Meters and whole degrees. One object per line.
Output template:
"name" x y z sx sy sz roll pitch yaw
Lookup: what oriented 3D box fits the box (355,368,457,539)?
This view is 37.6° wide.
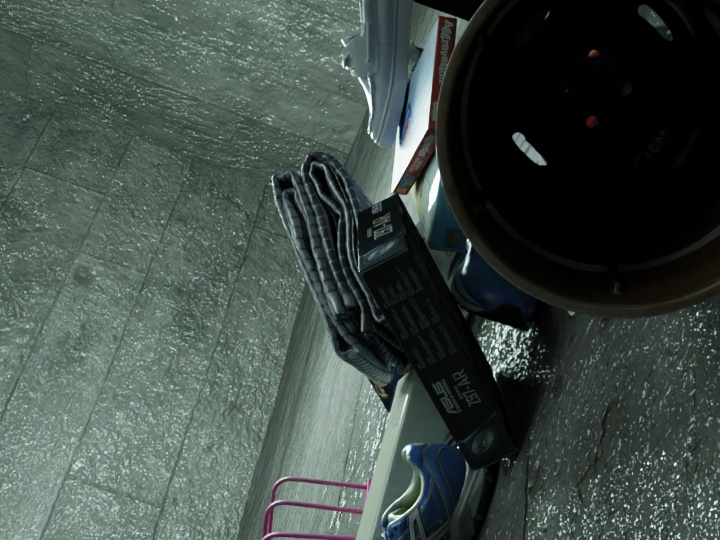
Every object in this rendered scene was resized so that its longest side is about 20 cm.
"box" 0.051 0.203 1.030 0.082 0.068 0.202 126 161 -71

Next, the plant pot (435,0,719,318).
"plant pot" 0.147 -0.097 0.632 0.198 0.199 0.202 -68 -1 -74

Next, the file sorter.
"file sorter" -0.049 0.332 1.126 0.200 0.124 0.140 -87 4 -66

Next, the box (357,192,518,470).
"box" 0.063 0.048 0.904 0.043 0.201 0.160 -27 18 8

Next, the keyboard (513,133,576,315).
"keyboard" 0.135 -0.055 0.816 0.201 0.011 0.057 -113 32 -42

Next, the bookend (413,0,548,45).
"bookend" 0.138 -0.281 1.080 0.200 0.197 0.093 122 164 -64

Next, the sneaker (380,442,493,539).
"sneaker" 0.049 0.242 0.905 0.076 0.076 0.202 153 134 -78

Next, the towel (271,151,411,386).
"towel" 0.000 0.000 1.036 0.201 0.085 0.166 68 -171 22

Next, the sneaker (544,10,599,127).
"sneaker" 0.156 -0.126 0.857 0.091 0.077 0.201 -95 18 -48

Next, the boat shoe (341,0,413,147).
"boat shoe" 0.014 -0.227 1.062 0.072 0.068 0.202 -103 17 -75

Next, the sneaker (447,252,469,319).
"sneaker" 0.091 0.003 1.196 0.077 0.080 0.202 127 159 -64

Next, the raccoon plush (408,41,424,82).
"raccoon plush" 0.127 -0.233 1.181 0.200 0.096 0.135 44 -112 -53

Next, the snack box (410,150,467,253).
"snack box" 0.079 -0.106 1.024 0.200 0.037 0.117 -99 14 -68

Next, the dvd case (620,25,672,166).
"dvd case" 0.198 -0.090 0.826 0.150 0.025 0.202 -110 38 -79

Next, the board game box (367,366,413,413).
"board game box" 0.007 0.058 1.306 0.201 0.034 0.136 57 157 32

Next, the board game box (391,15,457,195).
"board game box" 0.057 -0.148 0.994 0.200 0.019 0.104 122 156 -76

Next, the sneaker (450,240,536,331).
"sneaker" 0.131 -0.023 0.957 0.201 0.078 0.090 -82 11 -58

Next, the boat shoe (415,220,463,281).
"boat shoe" 0.128 -0.067 1.143 0.200 0.070 0.071 -48 -24 -26
